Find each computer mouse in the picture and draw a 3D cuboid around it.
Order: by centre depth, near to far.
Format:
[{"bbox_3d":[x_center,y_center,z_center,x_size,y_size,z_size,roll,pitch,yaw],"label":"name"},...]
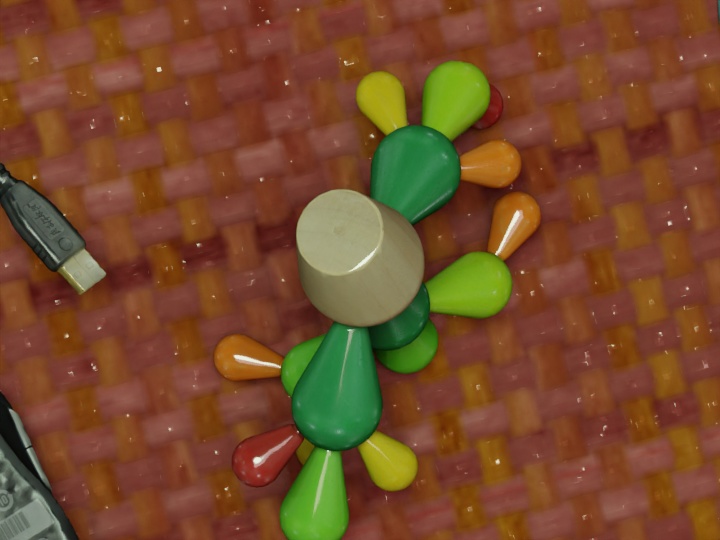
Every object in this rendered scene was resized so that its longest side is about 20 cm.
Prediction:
[{"bbox_3d":[-0.146,0.052,0.955,0.140,0.046,0.200,-37,82,-1],"label":"computer mouse"}]

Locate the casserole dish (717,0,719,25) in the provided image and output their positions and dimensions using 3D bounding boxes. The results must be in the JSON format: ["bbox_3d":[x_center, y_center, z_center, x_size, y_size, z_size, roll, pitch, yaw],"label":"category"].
[{"bbox_3d":[0.215,-0.158,0.997,0.121,0.039,0.200,10,90,-5],"label":"casserole dish"}]

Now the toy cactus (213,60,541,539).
[{"bbox_3d":[0.000,0.000,0.917,0.102,0.165,0.200,28,82,15],"label":"toy cactus"}]
